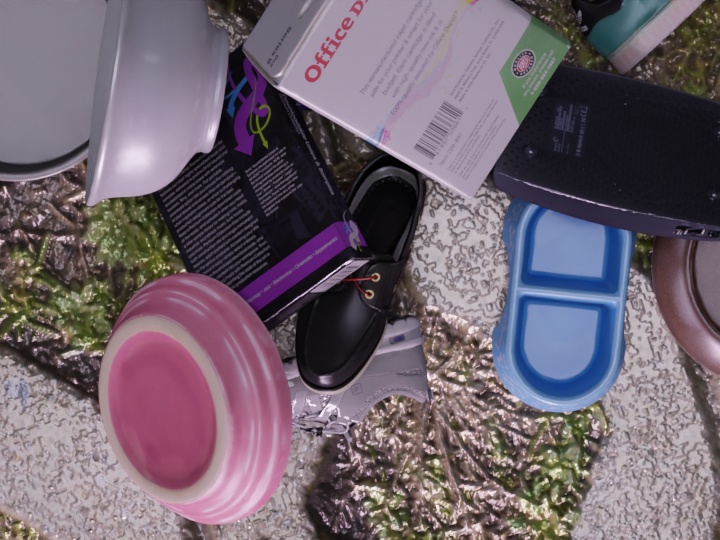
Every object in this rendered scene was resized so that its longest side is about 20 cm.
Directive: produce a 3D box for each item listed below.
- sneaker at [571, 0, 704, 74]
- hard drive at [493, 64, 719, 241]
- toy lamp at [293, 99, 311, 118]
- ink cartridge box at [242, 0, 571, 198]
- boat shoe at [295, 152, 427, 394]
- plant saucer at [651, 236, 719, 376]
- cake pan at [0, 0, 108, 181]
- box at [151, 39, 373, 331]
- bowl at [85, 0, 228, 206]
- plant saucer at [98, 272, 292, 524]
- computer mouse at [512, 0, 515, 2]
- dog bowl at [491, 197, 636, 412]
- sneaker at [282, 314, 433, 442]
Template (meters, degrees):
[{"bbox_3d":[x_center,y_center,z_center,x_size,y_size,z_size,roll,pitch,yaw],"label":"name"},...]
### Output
[{"bbox_3d":[0.254,-0.253,1.473,0.080,0.071,0.200,45,94,-4],"label":"sneaker"},{"bbox_3d":[0.207,-0.092,1.466,0.198,0.042,0.136,13,54,0],"label":"hard drive"},{"bbox_3d":[-0.057,-0.079,1.501,0.058,0.058,0.202,2,95,2],"label":"toy lamp"},{"bbox_3d":[0.034,-0.168,1.394,0.199,0.088,0.146,27,101,-33],"label":"ink cartridge box"},{"bbox_3d":[-0.003,-0.001,1.464,0.073,0.063,0.203,19,72,10],"label":"boat shoe"},{"bbox_3d":[0.338,-0.003,1.503,0.198,0.032,0.202,0,92,1],"label":"plant saucer"},{"bbox_3d":[-0.279,-0.174,1.512,0.198,0.037,0.202,0,93,2],"label":"cake pan"},{"bbox_3d":[-0.090,-0.059,1.461,0.143,0.036,0.201,-34,74,27],"label":"box"},{"bbox_3d":[-0.152,-0.142,1.402,0.090,0.201,0.203,8,93,-11],"label":"bowl"},{"bbox_3d":[-0.140,0.105,1.458,0.199,0.051,0.202,11,107,39],"label":"plant saucer"},{"bbox_3d":[0.018,-0.216,1.466,0.200,0.053,0.139,-40,88,-12],"label":"computer mouse"},{"bbox_3d":[0.167,0.017,1.500,0.110,0.050,0.202,6,92,2],"label":"dog bowl"},{"bbox_3d":[-0.034,0.106,1.497,0.199,0.075,0.083,-21,90,2],"label":"sneaker"}]
